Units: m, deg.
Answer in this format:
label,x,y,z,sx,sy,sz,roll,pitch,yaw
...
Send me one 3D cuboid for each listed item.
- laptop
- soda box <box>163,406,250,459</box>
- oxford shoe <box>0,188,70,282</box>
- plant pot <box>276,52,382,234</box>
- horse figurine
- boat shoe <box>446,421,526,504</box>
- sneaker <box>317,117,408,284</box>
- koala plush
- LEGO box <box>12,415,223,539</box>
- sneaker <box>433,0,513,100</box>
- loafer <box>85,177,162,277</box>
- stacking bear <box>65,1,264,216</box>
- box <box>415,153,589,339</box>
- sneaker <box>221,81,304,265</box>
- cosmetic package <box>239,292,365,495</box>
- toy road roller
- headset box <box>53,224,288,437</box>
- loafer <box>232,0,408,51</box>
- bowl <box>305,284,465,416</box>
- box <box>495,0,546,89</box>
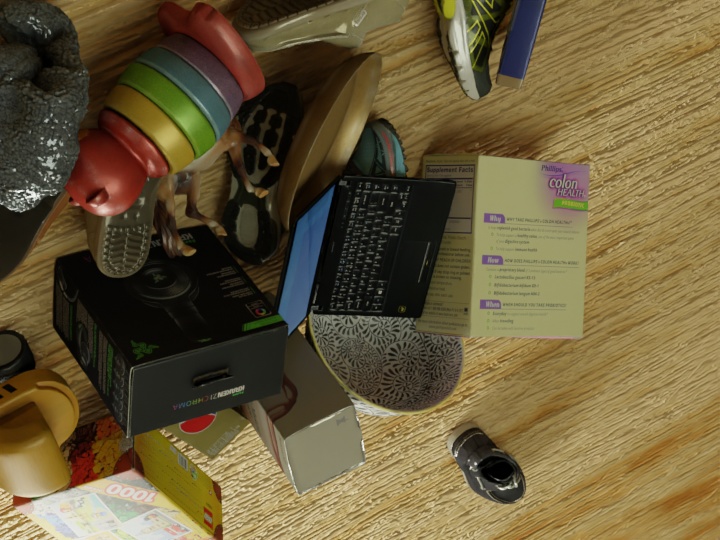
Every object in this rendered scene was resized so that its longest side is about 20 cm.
label,x,y,z,sx,sy,sz,roll,pitch,yaw
laptop,0.000,0.000,1.750,0.199,0.103,0.178,3,124,-18
soda box,-0.207,0.128,1.822,0.064,0.068,0.200,-44,138,4
oxford shoe,-0.318,-0.050,1.595,0.200,0.071,0.071,-45,173,15
plant pot,-0.035,-0.130,1.672,0.200,0.027,0.200,-60,171,-17
horse figurine,-0.153,-0.101,1.648,0.200,0.133,0.050,-45,154,24
boat shoe,0.178,0.273,2.244,0.073,0.063,0.200,-41,139,-1
sneaker,-0.012,-0.068,1.800,0.095,0.079,0.201,3,114,-27
koala plush,-0.348,-0.144,1.425,0.200,0.184,0.178,15,114,-31
LEGO box,-0.261,0.246,1.832,0.149,0.077,0.200,-19,141,17
sneaker,0.123,-0.260,1.731,0.084,0.075,0.200,-19,136,-2
loafer,-0.231,-0.096,1.621,0.076,0.068,0.201,6,104,-41
stacking bear,-0.191,-0.135,1.526,0.200,0.121,0.114,-48,118,-15
box,0.160,-0.026,1.889,0.176,0.097,0.201,1,92,-38
sneaker,-0.090,-0.108,1.734,0.089,0.077,0.200,-39,149,-55
cosmetic package,-0.082,0.131,1.820,0.087,0.200,0.104,-25,135,-16
toy road roller,-0.374,0.168,1.668,0.200,0.146,0.123,-28,137,-15
headset box,-0.189,0.061,1.681,0.174,0.200,0.093,-14,132,-28
loafer,-0.029,-0.246,1.628,0.200,0.076,0.068,-22,128,-22
bowl,0.009,0.089,1.898,0.200,0.201,0.094,-4,154,-35
box,0.179,-0.297,1.718,0.032,0.121,0.201,13,116,3
